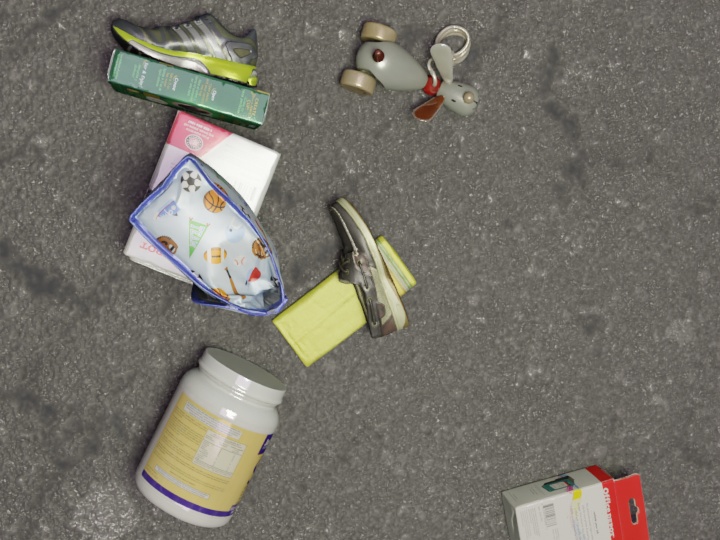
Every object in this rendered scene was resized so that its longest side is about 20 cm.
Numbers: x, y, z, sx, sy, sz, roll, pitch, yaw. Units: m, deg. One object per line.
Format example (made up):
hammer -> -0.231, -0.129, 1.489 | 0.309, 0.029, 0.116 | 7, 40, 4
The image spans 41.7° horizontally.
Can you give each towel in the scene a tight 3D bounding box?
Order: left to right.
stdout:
towel -> -0.022, 0.043, 1.341 | 0.199, 0.018, 0.086 | -37, 97, -3

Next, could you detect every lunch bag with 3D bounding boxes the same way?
lunch bag -> -0.171, -0.032, 1.138 | 0.124, 0.170, 0.200 | -46, 103, 2

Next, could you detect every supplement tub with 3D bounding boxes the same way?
supplement tub -> -0.197, 0.220, 1.264 | 0.144, 0.145, 0.202 | 27, 92, -12

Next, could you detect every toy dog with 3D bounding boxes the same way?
toy dog -> 0.073, -0.268, 1.276 | 0.197, 0.096, 0.134 | -2, 98, -10

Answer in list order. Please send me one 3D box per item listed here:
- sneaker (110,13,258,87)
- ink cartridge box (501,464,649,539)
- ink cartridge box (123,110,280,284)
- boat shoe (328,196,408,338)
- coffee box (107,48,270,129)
sneaker -> -0.225, -0.299, 1.237 | 0.198, 0.074, 0.082 | 13, 88, -19
ink cartridge box -> 0.322, 0.370, 1.418 | 0.197, 0.067, 0.118 | -13, 100, -9
ink cartridge box -> -0.209, -0.089, 1.253 | 0.144, 0.083, 0.202 | 22, 93, -13
boat shoe -> 0.000, 0.000, 1.296 | 0.065, 0.072, 0.203 | -28, 101, -9
coffee box -> -0.219, -0.229, 1.216 | 0.197, 0.123, 0.045 | 14, 92, -10
